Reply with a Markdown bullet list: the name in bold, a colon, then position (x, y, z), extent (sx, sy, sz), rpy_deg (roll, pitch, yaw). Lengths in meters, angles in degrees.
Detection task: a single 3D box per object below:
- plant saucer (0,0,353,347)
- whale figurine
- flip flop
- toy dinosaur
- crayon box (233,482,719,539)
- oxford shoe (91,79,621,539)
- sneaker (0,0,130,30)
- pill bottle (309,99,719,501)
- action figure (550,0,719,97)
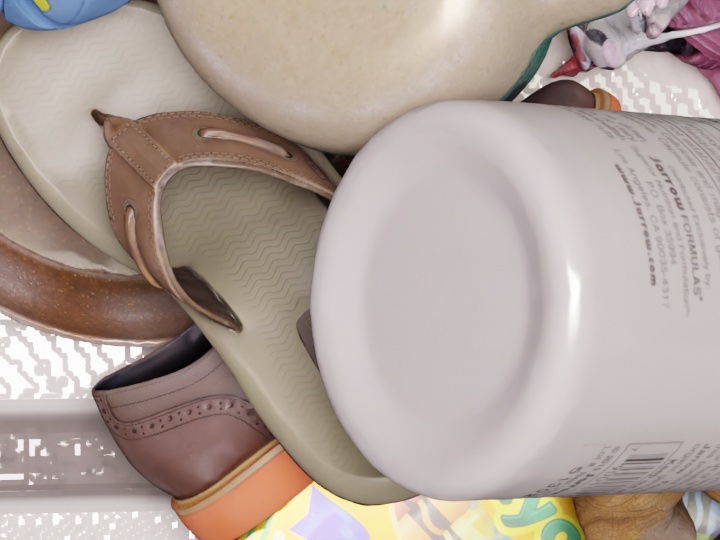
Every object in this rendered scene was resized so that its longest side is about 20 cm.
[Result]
- **plant saucer**: position (-0.073, -0.075, 0.994), extent (0.199, 0.034, 0.201), rpy_deg (-2, 100, -10)
- **whale figurine**: position (0.026, -0.128, 0.905), extent (0.159, 0.104, 0.200), rpy_deg (35, 97, 16)
- **flip flop**: position (-0.040, -0.012, 0.924), extent (0.081, 0.058, 0.200), rpy_deg (-38, 76, -2)
- **toy dinosaur**: position (0.092, 0.081, 0.962), extent (0.106, 0.200, 0.061), rpy_deg (20, 126, -6)
- **crayon box**: position (0.022, 0.112, 1.006), extent (0.200, 0.052, 0.126), rpy_deg (-45, 93, -5)
- **oxford shoe**: position (0.000, 0.000, 0.970), extent (0.200, 0.071, 0.073), rpy_deg (-43, 105, 0)
- **sneaker**: position (-0.109, -0.175, 0.916), extent (0.083, 0.071, 0.200), rpy_deg (-26, 101, -44)
- **pill bottle**: position (0.093, 0.010, 0.898), extent (0.200, 0.114, 0.115), rpy_deg (2, 88, -42)
- **action figure**: position (0.153, -0.102, 0.998), extent (0.199, 0.134, 0.149), rpy_deg (-2, 54, 18)
